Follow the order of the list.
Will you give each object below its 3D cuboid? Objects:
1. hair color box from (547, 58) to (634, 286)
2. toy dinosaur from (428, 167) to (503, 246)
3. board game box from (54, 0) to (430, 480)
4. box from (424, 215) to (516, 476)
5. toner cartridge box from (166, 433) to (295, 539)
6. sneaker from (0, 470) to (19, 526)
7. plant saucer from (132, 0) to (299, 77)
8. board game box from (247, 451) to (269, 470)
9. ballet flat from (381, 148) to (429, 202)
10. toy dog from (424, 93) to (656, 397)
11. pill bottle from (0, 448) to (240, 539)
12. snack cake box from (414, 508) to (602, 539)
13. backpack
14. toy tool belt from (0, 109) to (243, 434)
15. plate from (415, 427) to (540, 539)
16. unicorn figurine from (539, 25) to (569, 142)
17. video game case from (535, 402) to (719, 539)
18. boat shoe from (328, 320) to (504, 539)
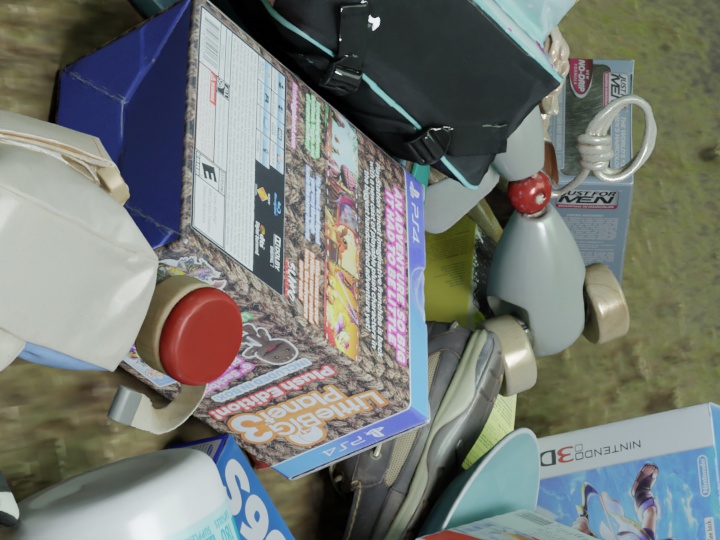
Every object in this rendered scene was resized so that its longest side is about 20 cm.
[{"bbox_3d":[0.151,-0.047,1.594,0.200,0.060,0.100,87,6,-59],"label":"hair color box"},{"bbox_3d":[0.037,-0.073,1.454,0.201,0.058,0.101,54,51,-5],"label":"toy dinosaur"},{"bbox_3d":[-0.060,-0.014,1.215,0.200,0.096,0.160,38,39,-40],"label":"board game box"},{"bbox_3d":[0.064,0.064,1.490,0.075,0.050,0.201,44,42,-43],"label":"box"},{"bbox_3d":[-0.054,0.193,1.228,0.201,0.043,0.095,61,33,-26],"label":"toner cartridge box"},{"bbox_3d":[-0.194,0.134,0.969,0.088,0.075,0.201,60,33,-26],"label":"sneaker"},{"bbox_3d":[-0.081,-0.135,1.347,0.200,0.019,0.070,48,35,-42],"label":"plant saucer"},{"bbox_3d":[-0.037,0.019,1.360,0.103,0.019,0.200,64,31,-18],"label":"board game box"},{"bbox_3d":[0.000,0.000,1.344,0.074,0.074,0.201,44,43,-44],"label":"ballet flat"},{"bbox_3d":[0.097,-0.028,1.433,0.131,0.096,0.202,-3,109,-26],"label":"toy dog"},{"bbox_3d":[-0.091,0.193,1.090,0.111,0.110,0.202,-30,104,-60],"label":"pill bottle"},{"bbox_3d":[0.102,0.190,1.302,0.200,0.114,0.068,4,106,-69],"label":"snack cake box"},{"bbox_3d":[0.011,-0.161,1.304,0.175,0.200,0.154,35,89,-32],"label":"backpack"},{"bbox_3d":[-0.156,-0.007,1.045,0.199,0.122,0.126,22,90,-48],"label":"toy tool belt"},{"bbox_3d":[0.054,0.183,1.373,0.200,0.025,0.201,-51,152,-40],"label":"plate"},{"bbox_3d":[0.066,-0.154,1.521,0.074,0.199,0.138,-21,127,-49],"label":"unicorn figurine"},{"bbox_3d":[0.153,0.198,1.453,0.045,0.180,0.202,25,56,-53],"label":"video game case"},{"bbox_3d":[0.017,0.115,1.364,0.075,0.073,0.201,84,30,-57],"label":"boat shoe"}]
